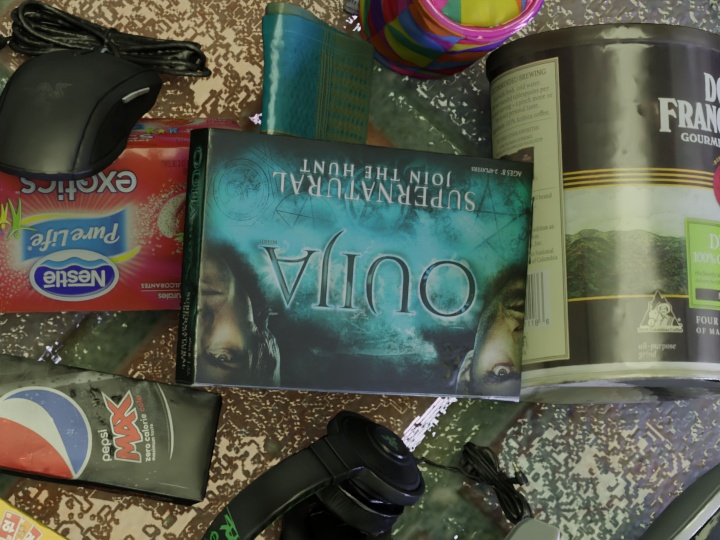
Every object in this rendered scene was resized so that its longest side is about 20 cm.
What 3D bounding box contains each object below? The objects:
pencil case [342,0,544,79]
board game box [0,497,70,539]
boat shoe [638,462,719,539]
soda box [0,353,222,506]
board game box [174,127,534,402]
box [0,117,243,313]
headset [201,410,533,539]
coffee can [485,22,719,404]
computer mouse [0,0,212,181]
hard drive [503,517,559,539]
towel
[{"bbox_3d":[0.049,-0.161,1.203,0.088,0.200,0.089,0,90,-10],"label":"pencil case"},{"bbox_3d":[-0.150,0.169,1.160,0.200,0.096,0.030,35,77,-3],"label":"board game box"},{"bbox_3d":[0.178,0.192,1.231,0.060,0.076,0.200,44,88,0],"label":"boat shoe"},{"bbox_3d":[-0.182,0.085,1.181,0.199,0.071,0.064,11,80,-8],"label":"soda box"},{"bbox_3d":[0.000,0.000,1.128,0.199,0.028,0.136,4,88,-27],"label":"board game box"},{"bbox_3d":[-0.161,-0.033,1.178,0.199,0.100,0.096,-1,104,-11],"label":"box"},{"bbox_3d":[0.003,0.141,1.180,0.200,0.124,0.094,-19,57,-36],"label":"headset"},{"bbox_3d":[0.149,-0.028,1.221,0.146,0.146,0.201,0,81,-10],"label":"coffee can"},{"bbox_3d":[-0.176,-0.112,1.156,0.140,0.200,0.046,13,117,13],"label":"computer mouse"},{"bbox_3d":[0.065,0.247,1.125,0.027,0.200,0.132,20,42,25],"label":"hard drive"},{"bbox_3d":[-0.031,-0.042,1.190,0.022,0.147,0.201,4,86,20],"label":"towel"}]
